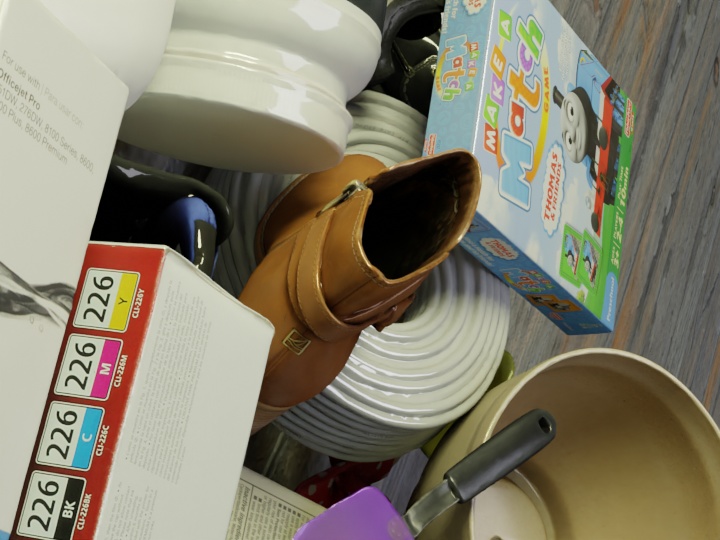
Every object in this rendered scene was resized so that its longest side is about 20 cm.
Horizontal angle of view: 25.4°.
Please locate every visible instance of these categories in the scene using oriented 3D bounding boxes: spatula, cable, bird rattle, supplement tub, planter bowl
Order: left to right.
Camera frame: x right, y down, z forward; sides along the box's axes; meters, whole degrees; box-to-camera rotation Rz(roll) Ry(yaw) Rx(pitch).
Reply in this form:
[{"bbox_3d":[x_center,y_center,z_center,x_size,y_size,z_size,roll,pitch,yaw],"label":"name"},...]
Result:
[{"bbox_3d":[-0.052,-0.158,0.745,0.140,0.139,0.202,30,67,-64],"label":"supplement tub"},{"bbox_3d":[0.000,0.000,0.880,0.200,0.069,0.200,48,48,-11],"label":"cable"},{"bbox_3d":[0.009,0.079,0.993,0.200,0.112,0.165,-33,132,-47],"label":"bird rattle"},{"bbox_3d":[0.039,0.111,0.776,0.199,0.021,0.057,-29,86,-47],"label":"spatula"},{"bbox_3d":[0.106,0.156,0.916,0.199,0.134,0.203,9,73,-31],"label":"planter bowl"}]

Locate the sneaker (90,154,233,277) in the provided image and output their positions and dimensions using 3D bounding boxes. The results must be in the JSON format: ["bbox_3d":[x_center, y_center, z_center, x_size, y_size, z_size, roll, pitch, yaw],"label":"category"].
[{"bbox_3d":[-0.105,0.015,0.688,0.200,0.114,0.081,66,38,-49],"label":"sneaker"}]

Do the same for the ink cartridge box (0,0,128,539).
[{"bbox_3d":[-0.172,0.011,0.498,0.084,0.143,0.202,45,54,-61],"label":"ink cartridge box"}]

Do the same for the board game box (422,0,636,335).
[{"bbox_3d":[0.100,-0.068,0.911,0.200,0.036,0.153,35,59,-52],"label":"board game box"}]

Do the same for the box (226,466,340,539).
[{"bbox_3d":[-0.060,0.150,0.736,0.199,0.077,0.096,33,51,-27],"label":"box"}]

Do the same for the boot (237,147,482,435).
[{"bbox_3d":[0.000,-0.020,0.733,0.077,0.155,0.200,43,45,-3],"label":"boot"}]

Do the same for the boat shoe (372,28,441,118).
[{"bbox_3d":[0.054,-0.106,0.963,0.072,0.067,0.202,-35,106,-45],"label":"boat shoe"}]

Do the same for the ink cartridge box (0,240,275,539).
[{"bbox_3d":[-0.142,0.094,0.552,0.084,0.174,0.202,41,57,-57],"label":"ink cartridge box"}]

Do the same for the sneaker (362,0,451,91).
[{"bbox_3d":[0.017,-0.175,0.890,0.088,0.073,0.201,48,53,-25],"label":"sneaker"}]

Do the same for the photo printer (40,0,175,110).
[{"bbox_3d":[-0.134,-0.165,0.613,0.166,0.069,0.202,23,73,-50],"label":"photo printer"}]
